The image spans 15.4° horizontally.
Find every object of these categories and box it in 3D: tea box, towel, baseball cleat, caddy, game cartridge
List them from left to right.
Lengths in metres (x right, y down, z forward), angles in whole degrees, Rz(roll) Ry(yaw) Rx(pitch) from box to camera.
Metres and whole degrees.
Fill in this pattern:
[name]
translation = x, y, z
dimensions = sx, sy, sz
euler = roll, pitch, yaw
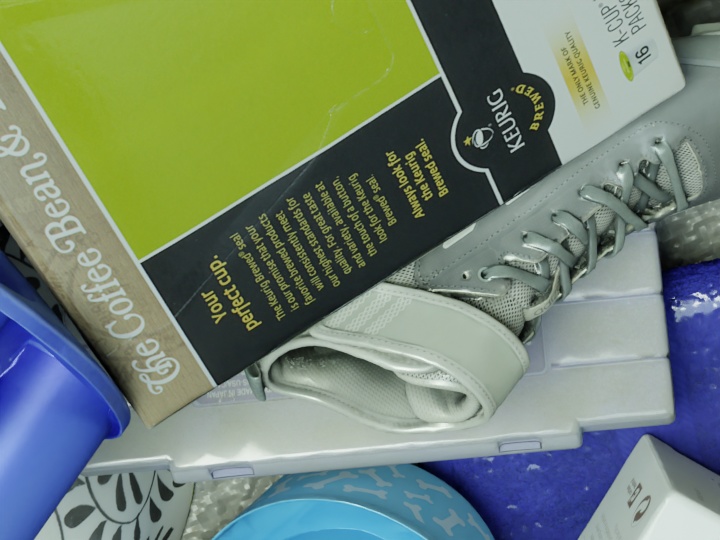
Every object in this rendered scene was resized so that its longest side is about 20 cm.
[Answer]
[caddy]
translation = -0.158, 0.017, 0.780
dimensions = 0.105, 0.199, 0.141
euler = -59, 139, -14
[tea box]
translation = -0.041, -0.100, 0.759
dimensions = 0.196, 0.134, 0.200
euler = -32, 135, -5
[game cartridge]
translation = 0.000, 0.000, 0.885
dimensions = 0.199, 0.038, 0.131
euler = -5, 86, 3
[baseball cleat]
translation = 0.057, -0.006, 0.820
dimensions = 0.199, 0.107, 0.070
euler = -21, 138, 9
[towel]
translation = 0.119, 0.059, 0.937
dimensions = 0.199, 0.050, 0.148
euler = -12, 117, 8

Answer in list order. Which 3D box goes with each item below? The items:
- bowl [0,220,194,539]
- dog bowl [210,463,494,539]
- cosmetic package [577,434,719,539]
[bowl]
translation = -0.159, 0.084, 0.924
dimensions = 0.199, 0.094, 0.202
euler = 0, 115, 0
[dog bowl]
translation = -0.028, 0.138, 0.931
dimensions = 0.111, 0.050, 0.200
euler = 42, 122, -8
[cosmetic package]
translation = 0.090, 0.170, 0.899
dimensions = 0.101, 0.071, 0.201
euler = 30, 100, -7
